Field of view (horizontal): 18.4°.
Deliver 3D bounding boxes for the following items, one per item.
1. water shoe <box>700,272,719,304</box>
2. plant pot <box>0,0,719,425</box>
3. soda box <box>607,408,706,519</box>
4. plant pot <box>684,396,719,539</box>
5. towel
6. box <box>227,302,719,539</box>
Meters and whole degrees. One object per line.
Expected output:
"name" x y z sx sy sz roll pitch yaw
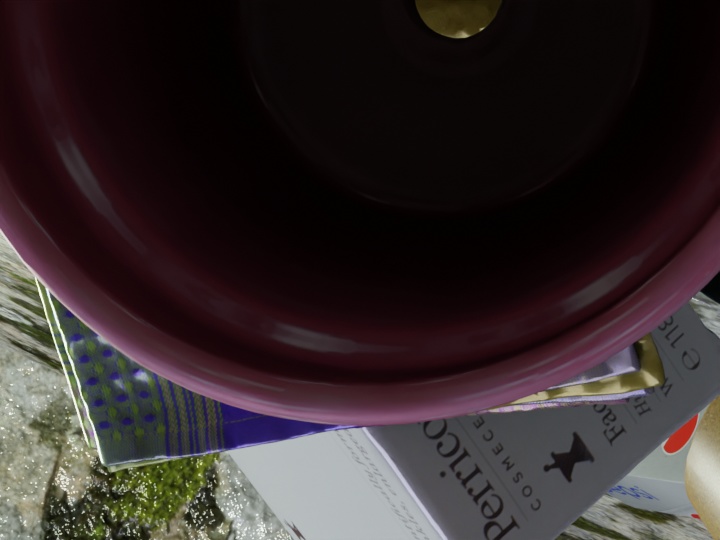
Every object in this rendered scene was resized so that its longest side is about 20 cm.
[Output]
"water shoe" 0.171 -0.004 0.796 0.199 0.072 0.079 33 174 11
"plant pot" 0.013 -0.070 0.536 0.199 0.201 0.179 23 -175 6
"soda box" 0.188 0.101 1.252 0.068 0.064 0.200 28 169 -20
"plant pot" 0.246 0.116 0.969 0.200 0.187 0.186 35 177 37
"towel" -0.015 -0.013 0.683 0.198 0.145 0.023 -8 -160 19
"box" 0.000 0.000 0.823 0.200 0.130 0.200 54 163 -10
